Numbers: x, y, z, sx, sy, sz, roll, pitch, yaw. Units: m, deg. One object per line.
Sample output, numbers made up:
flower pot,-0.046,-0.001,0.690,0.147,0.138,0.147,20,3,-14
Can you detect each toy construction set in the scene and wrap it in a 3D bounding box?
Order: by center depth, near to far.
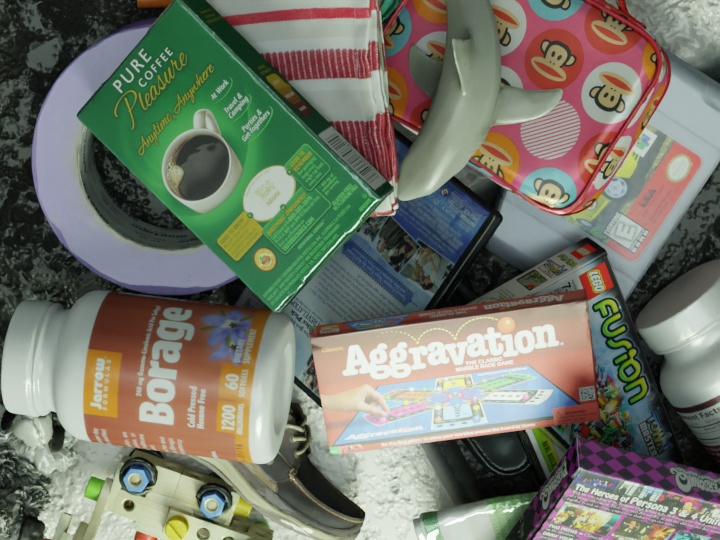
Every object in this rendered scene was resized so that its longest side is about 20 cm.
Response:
toy construction set,-0.151,0.214,1.552,0.200,0.092,0.131,16,101,-14

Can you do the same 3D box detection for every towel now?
towel,-0.050,-0.132,1.407,0.144,0.023,0.201,-2,103,19
towel,0.152,0.221,1.532,0.199,0.031,0.149,-10,135,10

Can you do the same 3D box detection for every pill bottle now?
pill bottle,-0.154,0.074,1.463,0.199,0.112,0.112,6,102,7
pill bottle,0.299,0.094,1.511,0.113,0.113,0.200,-37,99,7

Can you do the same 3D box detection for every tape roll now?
tape roll,-0.138,-0.087,1.489,0.199,0.085,0.201,0,102,1

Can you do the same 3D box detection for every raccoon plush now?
raccoon plush,-0.293,0.166,1.558,0.097,0.134,0.200,43,133,-16

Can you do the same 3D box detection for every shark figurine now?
shark figurine,0.060,-0.167,1.391,0.128,0.089,0.215,-13,85,15

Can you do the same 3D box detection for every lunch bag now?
lunch bag,0.119,-0.154,1.455,0.200,0.082,0.176,34,99,13

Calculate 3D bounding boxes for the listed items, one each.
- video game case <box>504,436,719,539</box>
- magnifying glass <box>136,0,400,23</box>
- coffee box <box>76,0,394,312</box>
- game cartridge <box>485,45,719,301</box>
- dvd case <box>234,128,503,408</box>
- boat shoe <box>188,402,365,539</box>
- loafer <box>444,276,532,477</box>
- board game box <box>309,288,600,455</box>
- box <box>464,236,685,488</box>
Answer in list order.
video game case,0.210,0.211,1.484,0.200,0.036,0.181,15,133,-15
magnifying glass,-0.067,-0.212,1.495,0.199,0.022,0.080,-2,102,1
coffee box,-0.087,-0.083,1.397,0.200,0.044,0.123,43,114,1
game cartridge,0.186,-0.075,1.517,0.133,0.041,0.200,32,100,-2
dvd case,0.000,0.000,1.496,0.143,0.018,0.200,40,105,25
boat shoe,-0.073,0.135,1.539,0.200,0.075,0.073,35,100,-8
loafer,0.080,0.071,1.527,0.068,0.070,0.201,-24,101,3
board game box,0.069,0.074,1.450,0.199,0.019,0.103,-8,117,3
box,0.163,0.086,1.509,0.110,0.035,0.200,-29,117,-9
